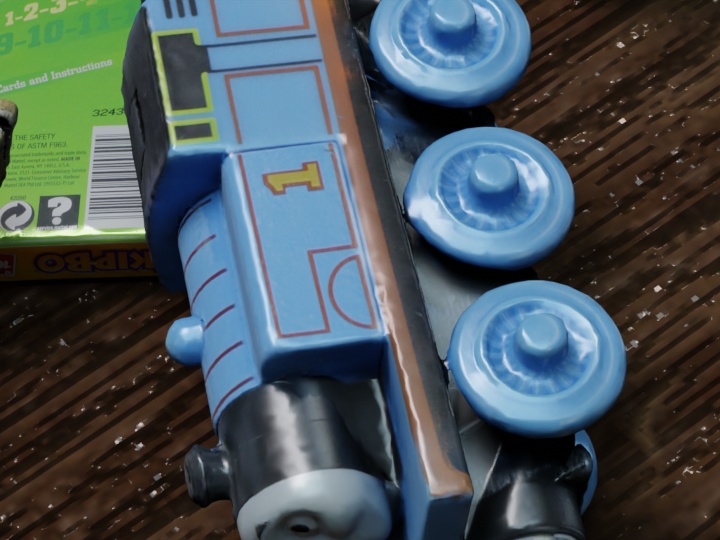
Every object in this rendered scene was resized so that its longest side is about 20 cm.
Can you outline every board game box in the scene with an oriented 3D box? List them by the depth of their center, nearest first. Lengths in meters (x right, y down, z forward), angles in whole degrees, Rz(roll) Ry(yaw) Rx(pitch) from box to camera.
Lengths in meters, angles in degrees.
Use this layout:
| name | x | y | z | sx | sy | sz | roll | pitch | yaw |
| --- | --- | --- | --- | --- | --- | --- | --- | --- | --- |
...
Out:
| name | x | y | z | sx | sy | sz | roll | pitch | yaw |
| --- | --- | --- | --- | --- | --- | --- | --- | --- | --- |
| board game box | -0.095 | -0.084 | 0.792 | 0.095 | 0.030 | 0.200 | -2 | 57 | 4 |

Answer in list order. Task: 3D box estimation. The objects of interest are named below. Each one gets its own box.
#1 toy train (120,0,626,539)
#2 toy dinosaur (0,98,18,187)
| name | x | y | z | sx | sy | sz | roll | pitch | yaw |
| --- | --- | --- | --- | --- | --- | --- | --- | --- | --- |
| toy train | 0.000 | 0.000 | 0.678 | 0.114 | 0.087 | 0.200 | -8 | 57 | -8 |
| toy dinosaur | -0.176 | 0.008 | 0.723 | 0.200 | 0.058 | 0.101 | -13 | 48 | 24 |
